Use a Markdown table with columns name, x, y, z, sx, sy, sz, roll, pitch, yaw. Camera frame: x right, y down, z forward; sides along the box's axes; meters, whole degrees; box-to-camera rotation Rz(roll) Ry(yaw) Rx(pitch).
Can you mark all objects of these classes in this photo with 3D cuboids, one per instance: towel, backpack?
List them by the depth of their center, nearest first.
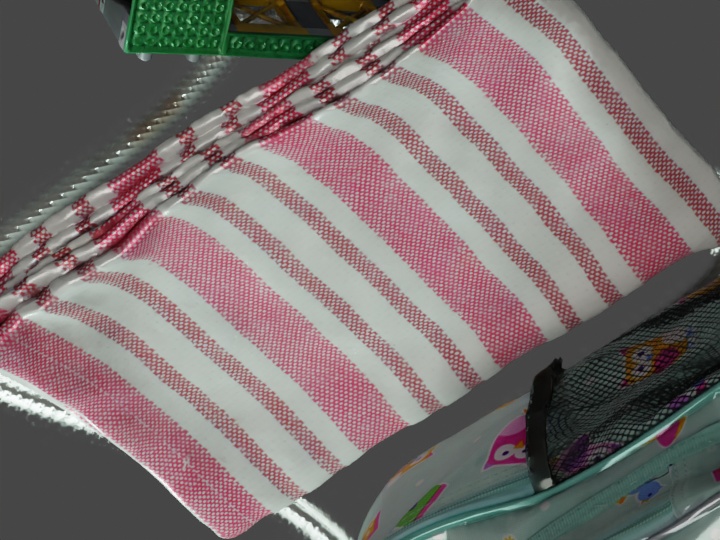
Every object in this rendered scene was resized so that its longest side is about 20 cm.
| name | x | y | z | sx | sy | sz | roll | pitch | yaw |
| --- | --- | --- | --- | --- | --- | --- | --- | --- | --- |
| towel | 0.000 | 0.000 | 0.851 | 0.200 | 0.030 | 0.146 | -32 | 137 | 17 |
| backpack | 0.088 | 0.115 | 0.853 | 0.200 | 0.153 | 0.176 | -24 | 107 | 23 |

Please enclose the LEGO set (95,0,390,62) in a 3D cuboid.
| name | x | y | z | sx | sy | sz | roll | pitch | yaw |
| --- | --- | --- | --- | --- | --- | --- | --- | --- | --- |
| LEGO set | -0.014 | -0.150 | 0.822 | 0.153 | 0.116 | 0.201 | -7 | 124 | -18 |
